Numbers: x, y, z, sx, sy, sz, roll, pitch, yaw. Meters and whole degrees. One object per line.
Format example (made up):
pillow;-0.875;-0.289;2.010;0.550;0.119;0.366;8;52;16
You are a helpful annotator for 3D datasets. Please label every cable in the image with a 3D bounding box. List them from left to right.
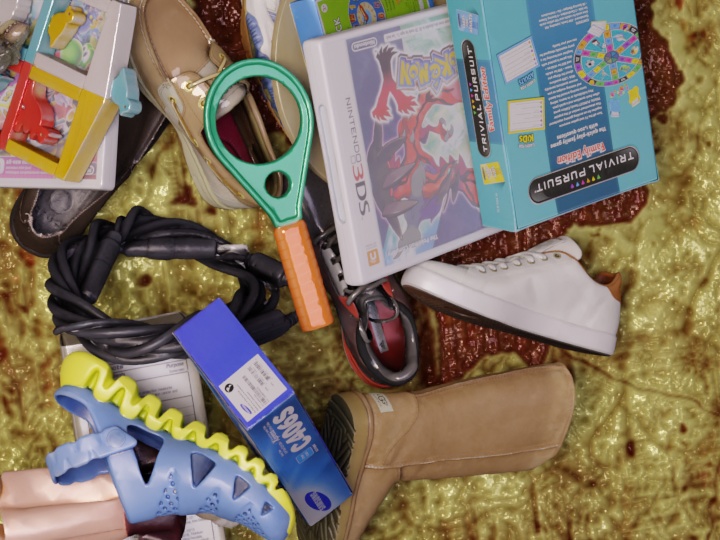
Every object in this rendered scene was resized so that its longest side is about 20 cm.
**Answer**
cable;-0.147;0.008;1.371;0.199;0.163;0.051;-19;138;-44

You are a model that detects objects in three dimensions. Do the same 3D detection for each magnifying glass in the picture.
magnifying glass;-0.058;-0.055;1.367;0.079;0.022;0.202;-18;97;-11

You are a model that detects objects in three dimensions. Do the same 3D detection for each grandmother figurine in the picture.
grandmother figurine;-0.169;0.170;1.357;0.198;0.061;0.122;-7;106;-9

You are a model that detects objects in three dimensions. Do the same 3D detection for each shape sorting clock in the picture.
shape sorting clock;0.009;-0.157;1.436;0.199;0.039;0.202;-2;92;-45

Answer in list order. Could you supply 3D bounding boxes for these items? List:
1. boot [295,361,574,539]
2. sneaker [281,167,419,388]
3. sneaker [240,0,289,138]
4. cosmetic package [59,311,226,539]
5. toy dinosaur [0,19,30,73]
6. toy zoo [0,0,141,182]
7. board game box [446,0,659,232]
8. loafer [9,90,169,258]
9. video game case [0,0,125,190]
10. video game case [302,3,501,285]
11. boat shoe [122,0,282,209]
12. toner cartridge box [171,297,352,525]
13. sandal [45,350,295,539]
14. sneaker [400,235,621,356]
boot;0.060;0.155;1.484;0.198;0.066;0.176;-5;133;-28
sneaker;0.000;0.000;1.455;0.077;0.082;0.201;-30;100;-9
sneaker;-0.051;-0.202;1.432;0.087;0.075;0.202;-18;99;-11
cosmetic package;-0.164;0.141;1.428;0.102;0.087;0.202;-8;97;-10
toy dinosaur;-0.320;-0.126;1.364;0.200;0.047;0.088;-46;72;26
toy zoo;-0.233;-0.148;1.346;0.199;0.020;0.132;27;102;31
board game box;0.149;-0.148;1.459;0.150;0.047;0.202;-19;107;-31
loafer;-0.190;-0.095;1.411;0.073;0.071;0.201;29;88;-13
video game case;-0.231;-0.160;1.369;0.018;0.142;0.202;5;88;-57
video game case;0.047;-0.103;1.432;0.199;0.023;0.184;-21;106;-43
boat shoe;-0.111;-0.130;1.396;0.074;0.066;0.201;-48;128;-27
toner cartridge box;-0.066;0.104;1.335;0.043;0.200;0.095;-36;62;-7
sandal;-0.138;0.140;1.308;0.199;0.080;0.087;27;70;10
sneaker;0.121;0.006;1.488;0.199;0.073;0.085;16;85;-30
